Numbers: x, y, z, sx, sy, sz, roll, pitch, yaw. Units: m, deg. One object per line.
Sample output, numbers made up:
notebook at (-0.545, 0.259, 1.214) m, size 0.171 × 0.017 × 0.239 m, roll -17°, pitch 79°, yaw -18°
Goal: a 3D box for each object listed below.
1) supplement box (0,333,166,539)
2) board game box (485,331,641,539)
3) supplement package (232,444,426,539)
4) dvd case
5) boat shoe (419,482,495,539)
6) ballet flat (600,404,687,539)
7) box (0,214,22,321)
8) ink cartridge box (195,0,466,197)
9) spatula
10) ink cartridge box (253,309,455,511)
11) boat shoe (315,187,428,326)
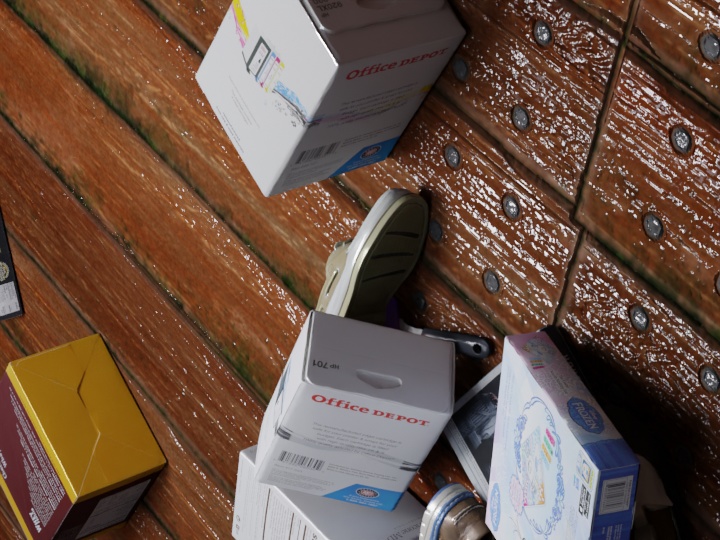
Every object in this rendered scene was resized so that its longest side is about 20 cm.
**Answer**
supplement box at (-0.375, 0.227, 2.324) m, size 0.198 × 0.132 × 0.200 m, roll 59°, pitch 144°, yaw 18°
board game box at (0.166, 0.189, 1.522) m, size 0.199 × 0.043 × 0.202 m, roll -123°, pitch 31°, yaw -54°
supplement package at (-0.025, 0.266, 1.856) m, size 0.200 × 0.120 × 0.121 m, roll 39°, pitch 134°, yaw 38°
dvd case at (0.155, 0.157, 1.636) m, size 0.151 × 0.025 × 0.200 m, roll 61°, pitch 145°, yaw 14°
boat shoe at (0.091, 0.301, 1.740) m, size 0.072 × 0.072 × 0.201 m, roll 39°, pitch 142°, yaw 38°
ballet flat at (0.238, 0.209, 1.500) m, size 0.067 × 0.068 × 0.202 m, roll -22°, pitch 91°, yaw 12°
box at (-0.541, -0.033, 2.517) m, size 0.160 × 0.049 × 0.202 m, roll 1°, pitch 106°, yaw 53°
ink cartridge box at (-0.030, -0.194, 1.625) m, size 0.145 × 0.146 × 0.200 m, roll 59°, pitch 144°, yaw 18°
spatula at (0.055, 0.060, 1.735) m, size 0.199 × 0.020 × 0.057 m, roll 14°, pitch 112°, yaw 51°
ink cartridge box at (-0.007, 0.137, 1.721) m, size 0.201 × 0.145 × 0.087 m, roll 115°, pitch 165°, yaw -51°
boat shoe at (0.000, 0.000, 1.725) m, size 0.068 × 0.074 × 0.201 m, roll 48°, pitch 126°, yaw 38°
